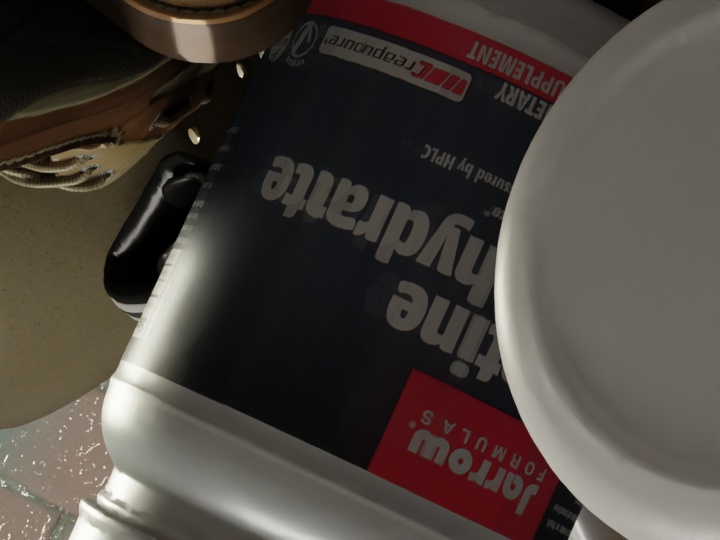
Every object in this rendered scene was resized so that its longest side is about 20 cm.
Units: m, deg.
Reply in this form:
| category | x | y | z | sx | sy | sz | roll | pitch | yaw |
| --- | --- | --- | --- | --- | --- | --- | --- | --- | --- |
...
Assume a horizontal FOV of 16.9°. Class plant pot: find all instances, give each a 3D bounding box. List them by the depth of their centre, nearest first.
| category | x | y | z | sx | sy | sz | roll | pitch | yaw |
| --- | --- | --- | --- | --- | --- | --- | --- | --- | --- |
| plant pot | -0.112 | -0.054 | 0.919 | 0.134 | 0.202 | 0.200 | -20 | 151 | 27 |

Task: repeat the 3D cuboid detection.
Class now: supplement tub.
| category | x | y | z | sx | sy | sz | roll | pitch | yaw |
| --- | --- | --- | --- | --- | --- | --- | --- | --- | --- |
| supplement tub | 0.131 | 0.022 | 0.588 | 0.140 | 0.141 | 0.200 | 22 | 174 | 34 |
| supplement tub | 0.011 | 0.018 | 0.704 | 0.140 | 0.201 | 0.140 | 24 | 175 | 2 |

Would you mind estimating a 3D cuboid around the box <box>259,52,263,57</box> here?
| category | x | y | z | sx | sy | sz | roll | pitch | yaw |
| --- | --- | --- | --- | --- | --- | --- | --- | --- | --- |
| box | 0.023 | -0.050 | 0.974 | 0.136 | 0.040 | 0.200 | 26 | 175 | -24 |

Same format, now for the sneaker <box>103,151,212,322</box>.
| category | x | y | z | sx | sy | sz | roll | pitch | yaw |
| --- | --- | --- | --- | --- | --- | --- | --- | --- | --- |
| sneaker | 0.000 | 0.000 | 0.815 | 0.199 | 0.076 | 0.115 | -10 | 160 | 29 |

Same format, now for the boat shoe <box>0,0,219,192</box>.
| category | x | y | z | sx | sy | sz | roll | pitch | yaw |
| --- | --- | --- | --- | --- | --- | --- | --- | --- | --- |
| boat shoe | -0.082 | -0.058 | 0.722 | 0.075 | 0.074 | 0.200 | 21 | -154 | 14 |

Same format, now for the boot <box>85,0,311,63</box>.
| category | x | y | z | sx | sy | sz | roll | pitch | yaw |
| --- | --- | --- | --- | --- | --- | --- | --- | --- | --- |
| boot | -0.096 | -0.132 | 0.674 | 0.199 | 0.074 | 0.076 | 28 | 147 | 30 |

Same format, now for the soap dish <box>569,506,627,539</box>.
| category | x | y | z | sx | sy | sz | roll | pitch | yaw |
| --- | --- | --- | --- | --- | --- | --- | --- | --- | --- |
| soap dish | 0.097 | 0.098 | 0.994 | 0.157 | 0.081 | 0.201 | 29 | 154 | 52 |
